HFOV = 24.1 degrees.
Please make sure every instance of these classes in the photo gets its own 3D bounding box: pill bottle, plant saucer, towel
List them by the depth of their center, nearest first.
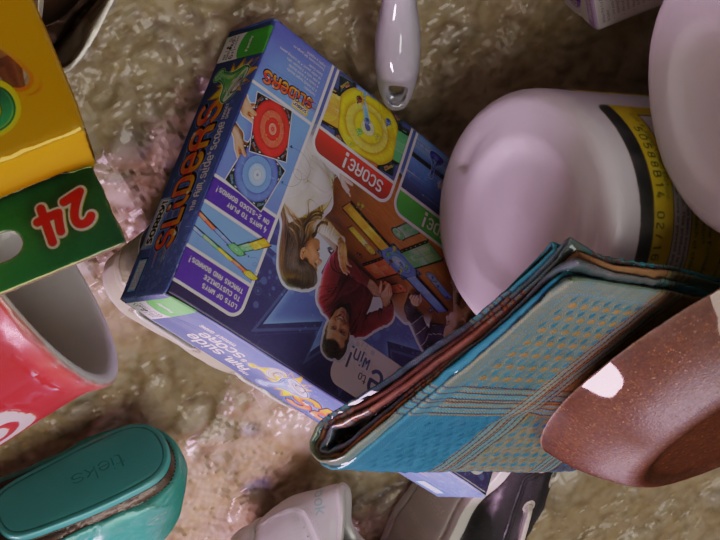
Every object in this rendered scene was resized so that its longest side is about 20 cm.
[{"bbox_3d":[0.228,-0.083,0.686,0.199,0.112,0.113,-11,122,-19],"label":"pill bottle"},{"bbox_3d":[0.086,0.043,0.712,0.147,0.022,0.200,-40,153,28],"label":"towel"},{"bbox_3d":[0.173,0.043,0.721,0.200,0.037,0.201,-23,159,-9],"label":"plant saucer"},{"bbox_3d":[0.143,-0.026,0.785,0.199,0.111,0.112,-2,121,-40],"label":"pill bottle"}]

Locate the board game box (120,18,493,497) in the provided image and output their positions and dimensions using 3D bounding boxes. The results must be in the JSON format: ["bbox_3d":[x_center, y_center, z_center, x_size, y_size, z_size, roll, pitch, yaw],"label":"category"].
[{"bbox_3d":[0.000,0.000,0.754,0.200,0.034,0.136,36,63,-33],"label":"board game box"}]

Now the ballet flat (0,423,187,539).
[{"bbox_3d":[-0.174,0.133,0.791,0.199,0.067,0.071,-18,138,-10],"label":"ballet flat"}]

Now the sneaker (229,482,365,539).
[{"bbox_3d":[0.020,0.197,0.847,0.088,0.075,0.200,-35,95,22],"label":"sneaker"}]

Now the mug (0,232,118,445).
[{"bbox_3d":[-0.228,0.029,0.690,0.200,0.178,0.133,-35,164,5],"label":"mug"}]

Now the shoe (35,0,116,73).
[{"bbox_3d":[-0.086,-0.165,0.655,0.070,0.053,0.200,21,109,-31],"label":"shoe"}]

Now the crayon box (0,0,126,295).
[{"bbox_3d":[-0.177,-0.080,0.594,0.127,0.051,0.201,-24,82,-9],"label":"crayon box"}]

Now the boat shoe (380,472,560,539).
[{"bbox_3d":[0.068,0.110,0.872,0.060,0.074,0.201,8,118,-27],"label":"boat shoe"}]

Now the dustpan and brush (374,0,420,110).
[{"bbox_3d":[0.016,-0.143,0.676,0.139,0.057,0.201,1,123,0],"label":"dustpan and brush"}]

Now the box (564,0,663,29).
[{"bbox_3d":[0.095,-0.202,0.719,0.041,0.039,0.201,-23,125,-8],"label":"box"}]

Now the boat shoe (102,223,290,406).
[{"bbox_3d":[-0.031,0.027,0.793,0.200,0.062,0.072,35,57,-34],"label":"boat shoe"}]
